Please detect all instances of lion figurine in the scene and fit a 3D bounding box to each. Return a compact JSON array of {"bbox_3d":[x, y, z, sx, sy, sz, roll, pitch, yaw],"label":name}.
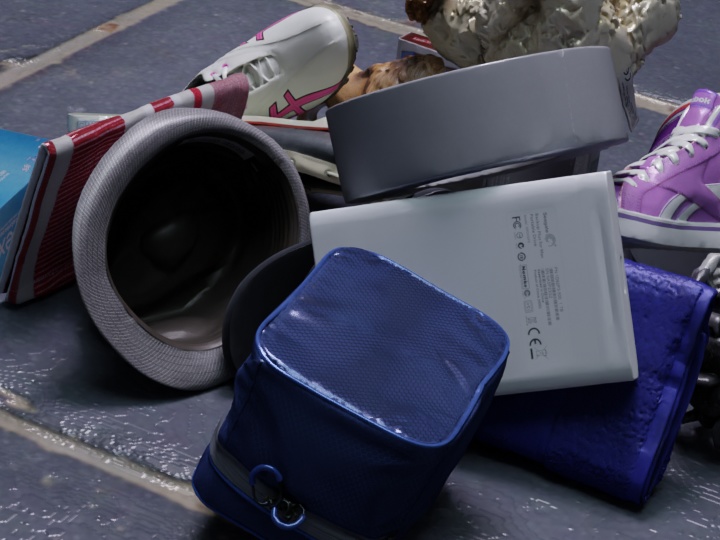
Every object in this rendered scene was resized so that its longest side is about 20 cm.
[{"bbox_3d":[-0.006,-0.141,1.722,0.199,0.123,0.072,28,34,36],"label":"lion figurine"}]

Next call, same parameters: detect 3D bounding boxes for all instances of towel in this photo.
[{"bbox_3d":[0.124,0.052,1.387,0.199,0.149,0.050,20,-4,21],"label":"towel"},{"bbox_3d":[-0.166,-0.059,1.507,0.023,0.145,0.199,39,39,22],"label":"towel"}]

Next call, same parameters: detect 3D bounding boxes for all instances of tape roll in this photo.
[{"bbox_3d":[0.079,-0.097,1.434,0.199,0.067,0.200,-12,0,0],"label":"tape roll"}]

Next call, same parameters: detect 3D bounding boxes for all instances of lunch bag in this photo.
[{"bbox_3d":[-0.009,0.096,1.268,0.135,0.133,0.200,30,31,9],"label":"lunch bag"}]

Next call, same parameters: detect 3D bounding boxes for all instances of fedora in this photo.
[{"bbox_3d":[-0.128,-0.015,1.453,0.090,0.177,0.201,-11,41,57],"label":"fedora"}]

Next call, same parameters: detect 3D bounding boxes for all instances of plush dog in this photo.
[{"bbox_3d":[0.126,-0.186,1.635,0.171,0.162,0.199,17,-3,41],"label":"plush dog"}]

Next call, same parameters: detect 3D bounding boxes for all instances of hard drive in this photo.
[{"bbox_3d":[0.071,0.015,1.358,0.198,0.133,0.026,-7,1,18],"label":"hard drive"}]

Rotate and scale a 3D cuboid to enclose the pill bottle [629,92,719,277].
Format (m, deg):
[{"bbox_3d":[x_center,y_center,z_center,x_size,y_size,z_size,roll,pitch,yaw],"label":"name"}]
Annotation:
[{"bbox_3d":[0.267,-0.055,1.636,0.112,0.113,0.200,14,28,12],"label":"pill bottle"}]

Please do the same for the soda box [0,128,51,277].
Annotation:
[{"bbox_3d":[-0.279,-0.033,1.514,0.067,0.065,0.200,13,28,12],"label":"soda box"}]

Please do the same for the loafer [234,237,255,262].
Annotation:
[{"bbox_3d":[0.000,0.000,1.513,0.199,0.069,0.076,16,28,15],"label":"loafer"}]

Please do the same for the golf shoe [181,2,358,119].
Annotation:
[{"bbox_3d":[-0.081,-0.147,1.691,0.092,0.200,0.073,-27,87,-46],"label":"golf shoe"}]

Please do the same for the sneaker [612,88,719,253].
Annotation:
[{"bbox_3d":[0.209,-0.071,1.468,0.199,0.115,0.072,2,1,-37],"label":"sneaker"}]

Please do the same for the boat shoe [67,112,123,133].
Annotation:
[{"bbox_3d":[-0.187,-0.082,1.618,0.069,0.072,0.201,3,2,5],"label":"boat shoe"}]

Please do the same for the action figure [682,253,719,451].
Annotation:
[{"bbox_3d":[0.228,0.046,1.437,0.102,0.120,0.199,-22,34,-36],"label":"action figure"}]

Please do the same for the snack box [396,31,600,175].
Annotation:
[{"bbox_3d":[0.116,-0.140,1.803,0.199,0.072,0.024,23,33,27],"label":"snack box"}]

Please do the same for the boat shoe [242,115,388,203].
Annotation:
[{"bbox_3d":[-0.056,-0.084,1.661,0.198,0.063,0.071,2,-12,23],"label":"boat shoe"}]

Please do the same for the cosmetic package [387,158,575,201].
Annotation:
[{"bbox_3d":[0.099,-0.080,1.651,0.090,0.108,0.200,22,32,23],"label":"cosmetic package"}]

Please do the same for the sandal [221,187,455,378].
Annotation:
[{"bbox_3d":[-0.008,0.006,1.421,0.199,0.076,0.043,-34,17,-10],"label":"sandal"}]
